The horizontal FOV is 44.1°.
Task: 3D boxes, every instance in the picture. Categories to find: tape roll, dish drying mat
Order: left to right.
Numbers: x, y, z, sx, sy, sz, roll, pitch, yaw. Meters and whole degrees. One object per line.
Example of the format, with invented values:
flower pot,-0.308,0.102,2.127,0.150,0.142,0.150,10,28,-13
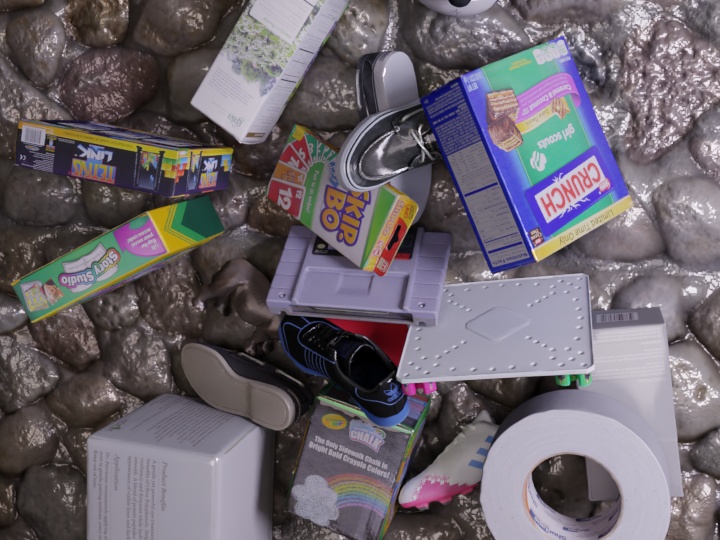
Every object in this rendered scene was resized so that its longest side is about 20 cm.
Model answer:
dish drying mat,0.001,0.048,1.073,0.199,0.018,0.077,32,70,6
tape roll,0.231,0.235,0.961,0.198,0.066,0.203,3,102,16

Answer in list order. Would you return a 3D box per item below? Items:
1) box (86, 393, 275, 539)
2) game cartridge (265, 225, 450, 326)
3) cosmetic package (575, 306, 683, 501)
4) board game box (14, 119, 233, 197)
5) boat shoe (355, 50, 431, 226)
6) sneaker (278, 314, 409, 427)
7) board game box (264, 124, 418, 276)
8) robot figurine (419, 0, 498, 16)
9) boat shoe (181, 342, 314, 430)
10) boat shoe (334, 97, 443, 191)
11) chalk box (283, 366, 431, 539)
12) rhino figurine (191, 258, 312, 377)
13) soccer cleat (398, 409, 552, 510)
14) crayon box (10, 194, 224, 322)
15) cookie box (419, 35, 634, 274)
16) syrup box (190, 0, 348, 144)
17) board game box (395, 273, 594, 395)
box,-0.213,0.278,1.089,0.169,0.200,0.201,6,100,15
game cartridge,0.000,0.000,1.034,0.198,0.131,0.039,3,142,13
cosmetic package,0.299,0.150,1.003,0.106,0.090,0.202,-4,101,15
board game box,-0.274,-0.135,1.051,0.198,0.165,0.057,12,100,12
boat shoe,0.031,-0.151,1.029,0.067,0.071,0.202,12,120,45
sneaker,-0.023,0.090,0.991,0.199,0.070,0.078,33,151,33
board game box,-0.026,-0.082,1.030,0.199,0.030,0.096,36,109,30
robot figurine,0.113,-0.358,0.911,0.125,0.150,0.201,43,150,21
boat shoe,-0.144,0.139,1.116,0.199,0.062,0.073,21,115,33
boat shoe,0.062,-0.148,0.961,0.199,0.071,0.073,-36,119,-23
chalk box,0.005,0.199,1.064,0.123,0.124,0.202,20,103,11
rhino figurine,-0.108,0.064,1.100,0.199,0.060,0.088,38,109,3
soccer cleat,0.131,0.219,1.060,0.198,0.070,0.087,-20,81,1
crayon box,-0.286,-0.018,1.070,0.199,0.173,0.059,-25,93,16
cookie box,0.179,-0.123,0.942,0.075,0.170,0.202,-17,98,57
syrup box,-0.106,-0.252,1.034,0.078,0.081,0.201,36,106,7
board game box,0.151,0.068,0.970,0.198,0.200,0.026,-5,116,15
